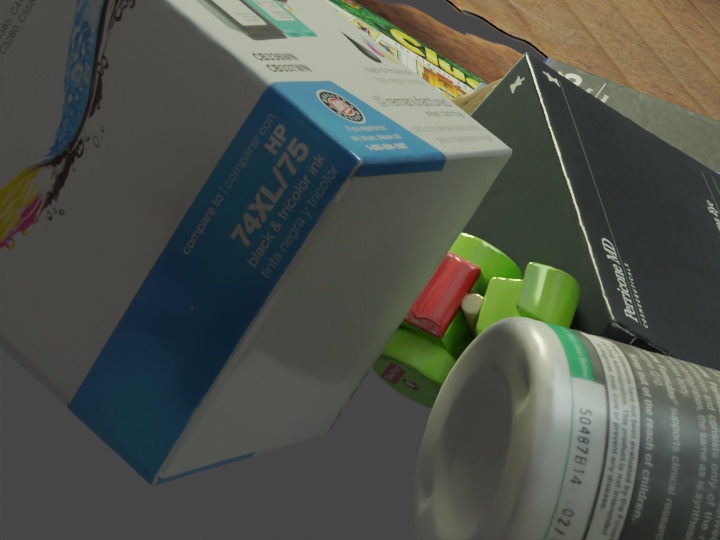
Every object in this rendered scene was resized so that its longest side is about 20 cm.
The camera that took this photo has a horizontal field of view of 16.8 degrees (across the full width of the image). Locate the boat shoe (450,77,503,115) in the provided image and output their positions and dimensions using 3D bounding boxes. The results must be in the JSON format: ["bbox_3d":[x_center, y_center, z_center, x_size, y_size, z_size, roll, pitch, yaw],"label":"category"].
[{"bbox_3d":[0.070,-0.052,1.252,0.065,0.072,0.200,38,-10,-13],"label":"boat shoe"}]

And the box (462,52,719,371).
[{"bbox_3d":[0.126,0.031,1.092,0.181,0.104,0.201,30,28,-27],"label":"box"}]

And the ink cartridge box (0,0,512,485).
[{"bbox_3d":[-0.079,-0.045,0.926,0.200,0.147,0.146,40,19,17],"label":"ink cartridge box"}]

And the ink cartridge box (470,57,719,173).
[{"bbox_3d":[0.137,-0.061,1.358,0.199,0.039,0.100,20,44,17],"label":"ink cartridge box"}]

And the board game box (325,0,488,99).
[{"bbox_3d":[0.049,-0.109,1.499,0.199,0.024,0.105,30,17,-13],"label":"board game box"}]

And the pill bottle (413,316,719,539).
[{"bbox_3d":[0.130,0.095,0.942,0.199,0.114,0.113,15,24,-20],"label":"pill bottle"}]

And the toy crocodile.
[{"bbox_3d":[0.000,0.000,1.006,0.199,0.068,0.062,22,-22,28],"label":"toy crocodile"}]
